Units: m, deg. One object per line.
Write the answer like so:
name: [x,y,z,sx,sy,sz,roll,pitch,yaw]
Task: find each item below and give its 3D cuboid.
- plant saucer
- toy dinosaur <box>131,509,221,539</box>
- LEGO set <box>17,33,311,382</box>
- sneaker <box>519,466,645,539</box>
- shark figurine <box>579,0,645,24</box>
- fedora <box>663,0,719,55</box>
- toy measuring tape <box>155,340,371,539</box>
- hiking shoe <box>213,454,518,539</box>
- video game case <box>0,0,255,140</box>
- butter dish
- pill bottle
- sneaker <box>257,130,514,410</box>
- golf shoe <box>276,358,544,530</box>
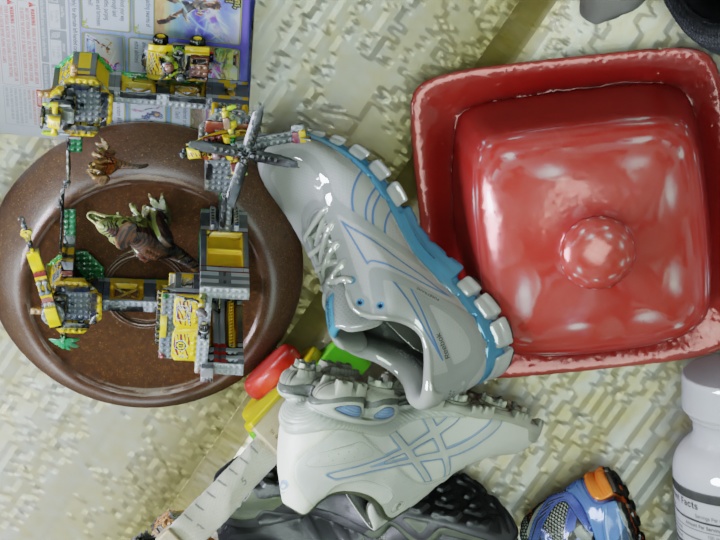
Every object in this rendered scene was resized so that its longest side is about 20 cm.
plant saucer: [-0.134,0.006,1.355,0.199,0.035,0.202,-2,118,-3]
toy dinosaur: [-0.082,0.245,1.378,0.135,0.102,0.201,-33,87,18]
LEGO set: [-0.121,-0.024,1.253,0.153,0.116,0.201,10,117,-10]
sneaker: [0.161,0.229,1.418,0.078,0.075,0.201,-18,94,13]
shark figurine: [0.158,-0.242,1.268,0.089,0.128,0.216,-1,108,-24]
fedora: [0.257,-0.223,1.288,0.091,0.200,0.202,1,105,-34]
toy measuring tape: [-0.063,0.108,1.361,0.074,0.073,0.200,48,64,-10]
hiking shoe: [0.002,0.176,1.407,0.198,0.076,0.101,8,113,6]
video game case: [-0.152,-0.153,1.282,0.180,0.046,0.201,7,143,-1]
butter dish: [0.137,-0.023,1.317,0.198,0.148,0.202,-6,102,0]
pill bottle: [0.257,0.158,1.373,0.115,0.116,0.202,-5,102,1]
sneaker: [0.000,0.000,1.296,0.200,0.087,0.075,46,140,12]
golf shoe: [0.026,0.112,1.349,0.199,0.078,0.098,8,96,-37]
